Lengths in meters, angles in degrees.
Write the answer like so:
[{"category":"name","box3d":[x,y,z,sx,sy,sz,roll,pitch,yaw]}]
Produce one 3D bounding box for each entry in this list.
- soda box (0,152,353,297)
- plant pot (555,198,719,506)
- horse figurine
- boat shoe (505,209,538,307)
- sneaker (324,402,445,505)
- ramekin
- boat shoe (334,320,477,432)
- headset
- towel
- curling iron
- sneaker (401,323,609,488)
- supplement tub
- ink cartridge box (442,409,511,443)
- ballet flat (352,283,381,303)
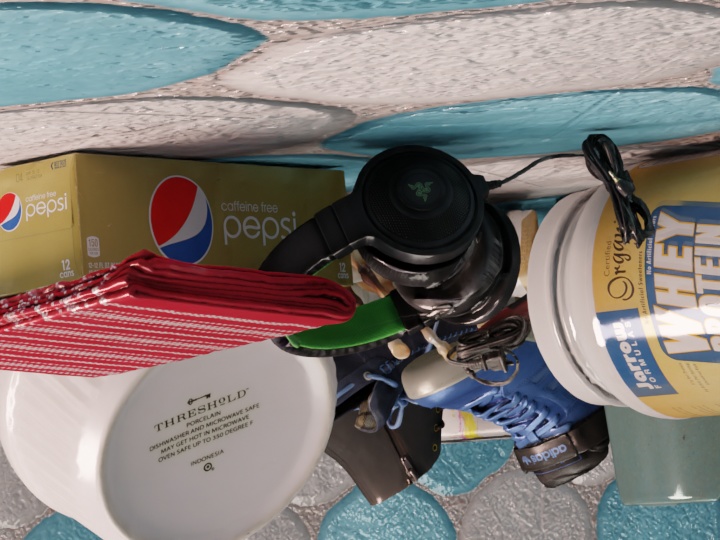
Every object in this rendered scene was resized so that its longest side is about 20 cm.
[{"category":"soda box","box3d":[-0.092,-0.020,1.275,0.068,0.064,0.199,-9,174,40]},{"category":"plant pot","box3d":[0.230,0.046,1.585,0.199,0.197,0.200,-4,175,0]},{"category":"horse figurine","box3d":[0.000,0.000,1.481,0.050,0.133,0.200,-52,159,15]},{"category":"boat shoe","box3d":[0.071,-0.008,1.602,0.069,0.071,0.200,3,172,-1]},{"category":"sneaker","box3d":[0.045,0.069,1.780,0.200,0.106,0.075,-41,-171,-15]},{"category":"ramekin","box3d":[-0.104,0.076,1.462,0.202,0.203,0.094,-1,-153,-35]},{"category":"boat shoe","box3d":[-0.003,0.082,1.683,0.199,0.069,0.084,-24,159,-13]},{"category":"headset","box3d":[0.045,-0.006,1.260,0.199,0.094,0.124,-30,153,8]},{"category":"towel","box3d":[-0.117,0.025,1.218,0.144,0.023,0.199,9,164,-44]},{"category":"curling iron","box3d":[0.138,0.005,1.473,0.200,0.026,0.050,-34,-144,-4]},{"category":"sneaker","box3d":[0.109,0.089,1.622,0.076,0.112,0.200,-19,177,35]},{"category":"supplement tub","box3d":[0.203,0.005,1.350,0.199,0.146,0.144,-9,174,44]},{"category":"ink cartridge box","box3d":[0.081,0.054,1.879,0.199,0.147,0.083,-7,173,31]},{"category":"ballet flat","box3d":[-0.045,0.015,1.570,0.199,0.072,0.072,9,169,-34]}]
